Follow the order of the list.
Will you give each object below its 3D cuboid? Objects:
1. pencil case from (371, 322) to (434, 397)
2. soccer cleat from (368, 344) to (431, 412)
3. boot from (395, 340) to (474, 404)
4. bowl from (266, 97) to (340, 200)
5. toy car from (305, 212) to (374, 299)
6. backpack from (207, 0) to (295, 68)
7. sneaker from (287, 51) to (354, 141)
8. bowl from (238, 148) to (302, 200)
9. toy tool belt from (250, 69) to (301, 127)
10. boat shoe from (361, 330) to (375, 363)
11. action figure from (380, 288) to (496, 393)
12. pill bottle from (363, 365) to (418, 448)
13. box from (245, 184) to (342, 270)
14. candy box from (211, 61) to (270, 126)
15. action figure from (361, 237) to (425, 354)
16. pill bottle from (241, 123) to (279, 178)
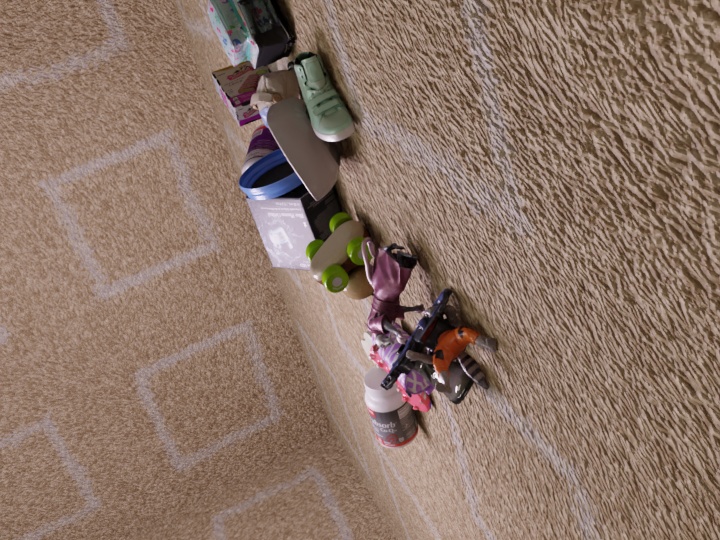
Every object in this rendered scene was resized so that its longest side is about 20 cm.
[{"bbox_3d":[0.095,0.187,1.744,0.085,0.084,0.200,39,-172,-35],"label":"pencil case"},{"bbox_3d":[0.103,0.236,1.859,0.200,0.076,0.067,47,147,11],"label":"soccer cleat"},{"bbox_3d":[0.127,0.174,1.446,0.130,0.068,0.200,33,172,-6],"label":"boot"},{"bbox_3d":[-0.104,-0.258,1.624,0.201,0.074,0.200,56,-168,-18],"label":"bowl"},{"bbox_3d":[0.000,0.000,1.769,0.200,0.158,0.165,40,-172,-32],"label":"toy car"},{"bbox_3d":[-0.239,-0.537,1.684,0.177,0.149,0.203,165,86,-80],"label":"backpack"},{"bbox_3d":[-0.077,-0.329,1.498,0.201,0.073,0.119,59,173,43],"label":"sneaker"},{"bbox_3d":[-0.191,-0.232,1.903,0.040,0.199,0.201,65,170,-29],"label":"bowl"},{"bbox_3d":[-0.181,-0.361,1.805,0.200,0.123,0.125,150,104,-79],"label":"toy tool belt"},{"bbox_3d":[0.044,0.178,1.994,0.072,0.060,0.202,52,167,13],"label":"boat shoe"},{"bbox_3d":[0.130,0.145,1.341,0.104,0.201,0.194,34,-173,-23],"label":"action figure"},{"bbox_3d":[0.074,0.341,2.032,0.116,0.115,0.202,49,160,55],"label":"pill bottle"},{"bbox_3d":[-0.144,-0.114,1.929,0.195,0.117,0.202,5,126,41],"label":"box"},{"bbox_3d":[-0.281,-0.456,2.032,0.201,0.135,0.062,54,162,44],"label":"candy box"},{"bbox_3d":[0.042,0.056,1.471,0.134,0.147,0.203,-23,-50,-73],"label":"action figure"},{"bbox_3d":[-0.241,-0.278,2.073,0.113,0.111,0.202,79,-166,-48],"label":"pill bottle"}]
